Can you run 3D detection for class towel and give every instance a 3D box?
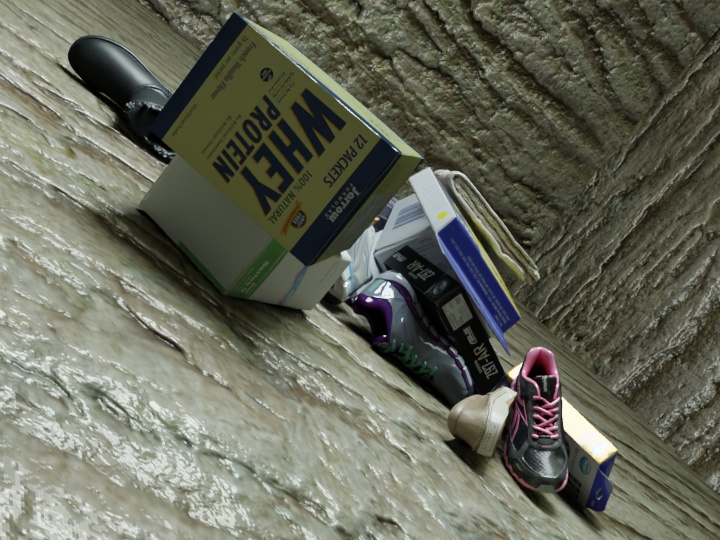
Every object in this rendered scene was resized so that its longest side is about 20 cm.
[{"bbox_3d":[0.176,-0.063,1.313,0.200,0.034,0.133,50,-2,-11],"label":"towel"}]

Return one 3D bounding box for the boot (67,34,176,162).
[{"bbox_3d":[-0.300,-0.227,1.209,0.198,0.073,0.163,36,12,-27],"label":"boot"}]

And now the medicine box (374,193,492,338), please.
[{"bbox_3d":[0.124,-0.004,1.394,0.201,0.102,0.182,60,24,-19],"label":"medicine box"}]

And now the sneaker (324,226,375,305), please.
[{"bbox_3d":[-0.022,-0.063,1.152,0.086,0.201,0.075,-24,28,-40],"label":"sneaker"}]

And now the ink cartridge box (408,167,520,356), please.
[{"bbox_3d":[0.145,-0.017,1.207,0.198,0.047,0.200,54,9,-33],"label":"ink cartridge box"}]

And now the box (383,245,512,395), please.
[{"bbox_3d":[0.119,0.077,1.229,0.201,0.043,0.160,61,-11,-30],"label":"box"}]

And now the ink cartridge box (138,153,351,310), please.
[{"bbox_3d":[-0.115,-0.039,0.971,0.145,0.088,0.200,44,11,20],"label":"ink cartridge box"}]

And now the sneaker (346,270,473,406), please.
[{"bbox_3d":[0.059,0.102,1.156,0.087,0.074,0.200,-31,83,-38],"label":"sneaker"}]

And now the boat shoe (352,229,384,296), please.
[{"bbox_3d":[0.000,0.000,1.339,0.072,0.067,0.200,63,23,-19],"label":"boat shoe"}]

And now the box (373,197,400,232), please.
[{"bbox_3d":[0.026,-0.059,1.537,0.200,0.132,0.115,34,14,-33],"label":"box"}]

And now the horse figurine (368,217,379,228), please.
[{"bbox_3d":[-0.064,-0.086,1.088,0.050,0.132,0.201,-18,74,-53],"label":"horse figurine"}]

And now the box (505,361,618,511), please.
[{"bbox_3d":[0.269,0.228,1.220,0.200,0.041,0.119,44,-27,32],"label":"box"}]

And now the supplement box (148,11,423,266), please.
[{"bbox_3d":[-0.062,-0.125,0.899,0.200,0.134,0.200,40,11,4],"label":"supplement box"}]

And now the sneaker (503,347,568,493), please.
[{"bbox_3d":[0.220,0.176,1.112,0.078,0.096,0.201,5,40,-1],"label":"sneaker"}]

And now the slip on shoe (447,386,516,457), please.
[{"bbox_3d":[0.143,0.175,1.079,0.060,0.076,0.200,19,7,12],"label":"slip on shoe"}]
